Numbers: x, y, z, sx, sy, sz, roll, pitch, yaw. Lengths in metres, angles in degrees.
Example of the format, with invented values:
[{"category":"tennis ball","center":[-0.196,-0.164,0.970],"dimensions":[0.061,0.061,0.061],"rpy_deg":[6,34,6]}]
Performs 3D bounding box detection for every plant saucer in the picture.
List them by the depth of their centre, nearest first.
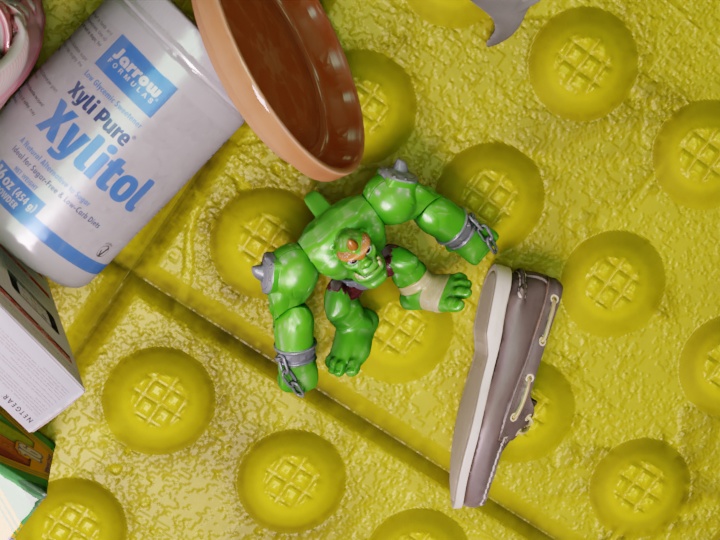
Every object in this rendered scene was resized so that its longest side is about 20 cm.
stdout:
[{"category":"plant saucer","center":[-0.060,-0.154,0.980],"dimensions":[0.032,0.200,0.200],"rpy_deg":[-23,106,22]}]

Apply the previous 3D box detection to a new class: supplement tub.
[{"category":"supplement tub","center":[-0.180,-0.098,1.002],"dimensions":[0.132,0.132,0.200],"rpy_deg":[43,94,-15]}]

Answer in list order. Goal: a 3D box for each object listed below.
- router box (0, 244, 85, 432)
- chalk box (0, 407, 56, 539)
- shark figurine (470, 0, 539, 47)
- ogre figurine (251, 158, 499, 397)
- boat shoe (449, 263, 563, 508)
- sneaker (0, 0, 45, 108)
[{"category":"router box","center":[-0.279,-0.010,0.951],"dimensions":[0.049,0.180,0.200],"rpy_deg":[-37,126,0]},{"category":"chalk box","center":[-0.343,0.138,1.032],"dimensions":[0.200,0.125,0.124],"rpy_deg":[37,95,-16]},{"category":"shark figurine","center":[0.162,-0.267,1.049],"dimensions":[0.128,0.089,0.215],"rpy_deg":[15,92,22]},{"category":"ogre figurine","center":[0.000,0.000,1.074],"dimensions":[0.200,0.098,0.120],"rpy_deg":[-26,124,13]},{"category":"boat shoe","center":[0.114,0.097,1.122],"dimensions":[0.059,0.072,0.200],"rpy_deg":[10,95,-8]},{"category":"sneaker","center":[-0.247,-0.164,0.937],"dimensions":[0.075,0.200,0.105],"rpy_deg":[26,135,-16]}]
